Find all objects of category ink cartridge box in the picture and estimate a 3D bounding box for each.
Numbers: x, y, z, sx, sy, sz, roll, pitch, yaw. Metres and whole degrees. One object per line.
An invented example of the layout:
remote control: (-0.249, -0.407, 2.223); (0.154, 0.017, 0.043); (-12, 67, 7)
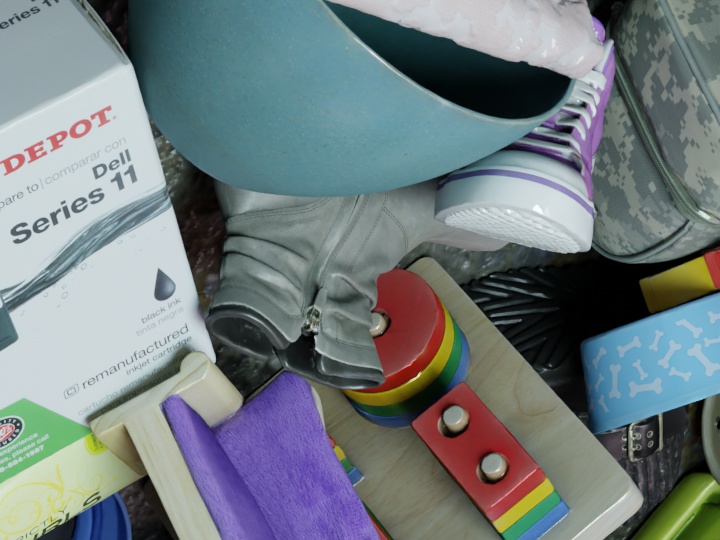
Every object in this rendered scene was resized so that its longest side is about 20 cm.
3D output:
ink cartridge box: (-0.160, -0.013, 1.127); (0.146, 0.083, 0.200); (-29, 138, -15)

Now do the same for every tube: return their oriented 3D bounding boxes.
tube: (-0.173, 0.110, 1.197); (0.200, 0.052, 0.058); (-29, -178, -24)

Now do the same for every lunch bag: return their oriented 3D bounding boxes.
lunch bag: (0.209, -0.085, 1.310); (0.200, 0.140, 0.168); (-17, 158, -26)

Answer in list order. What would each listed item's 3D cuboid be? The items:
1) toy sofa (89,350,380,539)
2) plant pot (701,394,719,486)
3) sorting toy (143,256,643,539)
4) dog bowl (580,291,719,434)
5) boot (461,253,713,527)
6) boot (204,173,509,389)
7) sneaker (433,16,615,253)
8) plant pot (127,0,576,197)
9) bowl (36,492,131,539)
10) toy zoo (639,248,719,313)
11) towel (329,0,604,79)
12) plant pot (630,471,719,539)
toy sofa: (-0.036, 0.136, 1.157); (0.097, 0.200, 0.083); (-29, 159, 2)
plant pot: (0.318, 0.099, 1.551); (0.199, 0.187, 0.188); (7, 122, -25)
sorting toy: (0.002, 0.101, 1.266); (0.200, 0.199, 0.070); (-39, 140, -2)
dog bowl: (0.194, 0.036, 1.330); (0.200, 0.050, 0.111); (-16, 175, -45)
boot: (0.116, 0.080, 1.428); (0.211, 0.079, 0.158); (-11, 131, -32)
boot: (0.000, 0.000, 1.222); (0.200, 0.131, 0.068); (16, 154, -40)
sneaker: (0.081, -0.068, 1.160); (0.200, 0.072, 0.115); (-28, 133, -87)
plant pot: (-0.024, -0.110, 1.085); (0.200, 0.201, 0.135); (14, 139, -44)
bowl: (-0.214, 0.157, 1.272); (0.200, 0.039, 0.201); (-21, 136, -22)
toy zoo: (0.233, -0.017, 1.299); (0.131, 0.021, 0.200); (-17, 175, -31)
towel: (0.004, -0.176, 1.031); (0.200, 0.191, 0.032); (11, 140, -45)
plant pot: (0.254, 0.249, 1.610); (0.200, 0.182, 0.199); (23, 109, -47)
